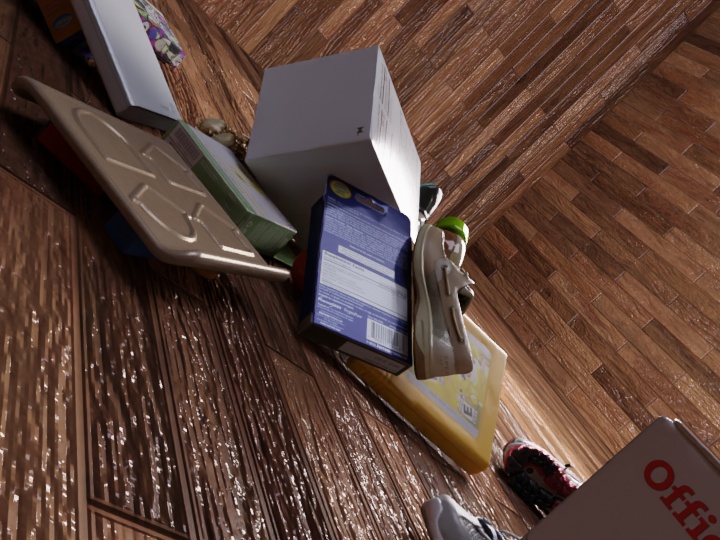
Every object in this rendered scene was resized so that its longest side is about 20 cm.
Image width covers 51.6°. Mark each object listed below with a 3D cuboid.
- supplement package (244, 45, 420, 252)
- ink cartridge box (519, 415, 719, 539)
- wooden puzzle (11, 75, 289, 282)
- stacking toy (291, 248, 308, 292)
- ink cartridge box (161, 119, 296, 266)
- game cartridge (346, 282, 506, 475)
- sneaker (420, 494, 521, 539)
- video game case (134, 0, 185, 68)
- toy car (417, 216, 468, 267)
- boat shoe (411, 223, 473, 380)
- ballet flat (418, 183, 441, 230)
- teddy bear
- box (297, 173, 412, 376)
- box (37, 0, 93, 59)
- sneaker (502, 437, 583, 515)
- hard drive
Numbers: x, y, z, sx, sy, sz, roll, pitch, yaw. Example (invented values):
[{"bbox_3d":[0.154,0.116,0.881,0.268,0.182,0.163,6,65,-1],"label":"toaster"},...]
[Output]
[{"bbox_3d":[-0.023,-0.134,0.908,0.201,0.150,0.152,61,28,-51],"label":"supplement package"},{"bbox_3d":[0.108,0.185,0.300,0.086,0.200,0.147,39,11,-35],"label":"ink cartridge box"},{"bbox_3d":[-0.164,-0.055,0.590,0.200,0.046,0.185,45,8,15],"label":"wooden puzzle"},{"bbox_3d":[0.000,0.031,0.868,0.199,0.085,0.086,35,14,-38],"label":"stacking toy"},{"bbox_3d":[-0.125,-0.076,0.840,0.146,0.048,0.200,50,12,23],"label":"ink cartridge box"},{"bbox_3d":[0.083,0.099,0.837,0.200,0.032,0.177,44,40,-20],"label":"game cartridge"},{"bbox_3d":[0.124,0.226,0.577,0.200,0.082,0.075,43,9,-23],"label":"sneaker"},{"bbox_3d":[-0.382,-0.435,1.220,0.181,0.036,0.201,37,13,-42],"label":"video game case"},{"bbox_3d":[0.040,-0.017,1.089,0.198,0.159,0.165,25,36,-1],"label":"toy car"},{"bbox_3d":[0.089,0.029,0.791,0.201,0.064,0.073,-85,168,-46],"label":"boat shoe"},{"bbox_3d":[0.029,-0.050,1.015,0.068,0.198,0.069,65,1,-54],"label":"ballet flat"},{"bbox_3d":[-0.143,-0.138,1.014,0.145,0.067,0.199,42,11,34],"label":"teddy bear"},{"bbox_3d":[0.000,0.000,0.780,0.120,0.032,0.202,25,47,-24],"label":"box"},{"bbox_3d":[-0.324,-0.317,0.830,0.119,0.041,0.202,-21,90,-80],"label":"box"},{"bbox_3d":[0.269,0.293,0.974,0.200,0.081,0.075,46,7,0],"label":"sneaker"},{"bbox_3d":[-0.266,-0.259,0.817,0.132,0.026,0.202,-18,85,-80],"label":"hard drive"}]
